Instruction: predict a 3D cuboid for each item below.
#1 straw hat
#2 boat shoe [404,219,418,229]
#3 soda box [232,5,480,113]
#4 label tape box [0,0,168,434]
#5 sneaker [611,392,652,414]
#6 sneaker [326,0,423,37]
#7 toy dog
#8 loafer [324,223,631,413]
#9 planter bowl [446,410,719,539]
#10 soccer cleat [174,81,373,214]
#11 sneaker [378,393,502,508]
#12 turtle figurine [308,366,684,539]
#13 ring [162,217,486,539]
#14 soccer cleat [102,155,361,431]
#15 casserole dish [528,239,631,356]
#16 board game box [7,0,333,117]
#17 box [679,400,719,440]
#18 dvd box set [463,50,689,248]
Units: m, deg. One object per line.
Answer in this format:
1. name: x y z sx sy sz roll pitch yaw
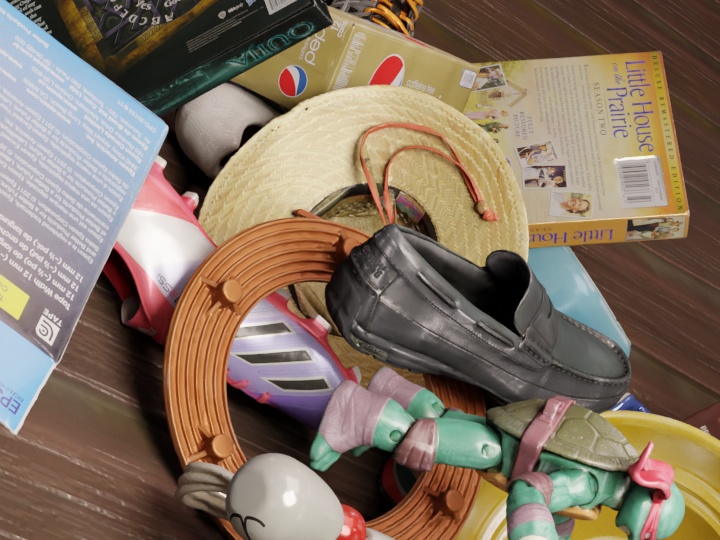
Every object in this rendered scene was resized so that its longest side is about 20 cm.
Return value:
1. straw hat: 0.000 0.000 1.388 0.201 0.201 0.085 50 -16 9
2. boat shoe: 0.072 0.015 1.541 0.200 0.063 0.073 21 31 -48
3. soda box: 0.000 -0.123 1.498 0.068 0.064 0.200 26 7 24
4. label tape box: -0.193 -0.030 1.144 0.143 0.066 0.201 38 50 -20
5. sneaker: 0.141 0.143 1.425 0.075 0.088 0.200 39 26 -22
6. sneaker: 0.009 -0.180 1.731 0.078 0.077 0.200 36 27 -27
7. toy dog: -0.004 0.169 1.134 0.200 0.132 0.097 30 66 -24
8. loafer: 0.073 0.027 1.255 0.200 0.070 0.068 19 30 -36
9. planter bowl: 0.139 0.184 1.303 0.201 0.200 0.084 57 -10 23
10. soccer cleat: -0.027 -0.052 1.474 0.199 0.070 0.086 21 25 -32
11. sneaker: 0.066 0.075 1.397 0.070 0.093 0.200 40 24 -15
12. turtle figurine: 0.082 0.107 1.165 0.199 0.101 0.150 23 -7 17
13. ring: -0.012 0.067 1.246 0.200 0.019 0.201 13 67 -33
14. soccer cleat: -0.080 0.026 1.276 0.200 0.076 0.067 47 -22 -10
15. casserole dish: 0.126 -0.003 1.631 0.121 0.039 0.200 53 5 -47
16. board game box: -0.123 -0.142 1.269 0.028 0.199 0.136 41 26 -59
17. box: 0.311 0.172 1.492 0.200 0.164 0.166 56 8 -49
18. dvd box set: 0.111 -0.079 1.600 0.029 0.199 0.147 87 -1 -53
